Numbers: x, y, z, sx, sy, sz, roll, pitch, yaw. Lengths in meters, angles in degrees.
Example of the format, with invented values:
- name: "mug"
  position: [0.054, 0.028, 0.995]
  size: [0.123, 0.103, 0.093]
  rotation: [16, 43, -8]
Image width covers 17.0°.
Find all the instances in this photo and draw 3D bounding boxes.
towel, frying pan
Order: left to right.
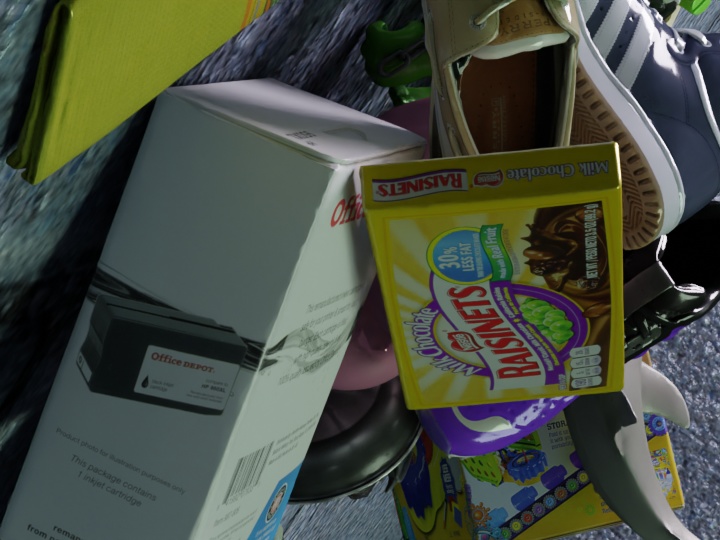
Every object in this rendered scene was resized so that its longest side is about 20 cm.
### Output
- name: "towel"
  position: [-0.055, -0.110, 0.863]
  size: [0.200, 0.018, 0.086]
  rotation: [-44, 161, -43]
- name: "frying pan"
  position: [-0.013, 0.040, 1.212]
  size: [0.031, 0.115, 0.190]
  rotation: [77, 27, -45]

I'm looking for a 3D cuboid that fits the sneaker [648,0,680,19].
- name: "sneaker"
  position: [0.097, -0.176, 1.231]
  size: [0.075, 0.081, 0.200]
  rotation: [-23, 161, 19]

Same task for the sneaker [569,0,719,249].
- name: "sneaker"
  position: [0.119, -0.117, 1.124]
  size: [0.108, 0.200, 0.070]
  rotation: [-25, 180, -36]

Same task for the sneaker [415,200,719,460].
- name: "sneaker"
  position: [0.115, 0.019, 1.179]
  size: [0.200, 0.070, 0.100]
  rotation: [-34, -177, -25]

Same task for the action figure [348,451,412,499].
- name: "action figure"
  position: [-0.046, 0.089, 1.300]
  size: [0.200, 0.130, 0.069]
  rotation: [-28, 121, -62]

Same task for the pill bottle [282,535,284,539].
- name: "pill bottle"
  position: [-0.110, 0.225, 1.479]
  size: [0.112, 0.112, 0.200]
  rotation: [-46, 167, -41]

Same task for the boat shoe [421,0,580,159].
- name: "boat shoe"
  position: [0.060, -0.108, 0.995]
  size: [0.075, 0.068, 0.200]
  rotation: [-15, 116, -13]

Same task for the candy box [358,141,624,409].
- name: "candy box"
  position: [0.060, 0.007, 1.012]
  size: [0.200, 0.102, 0.026]
  rotation: [76, 12, -63]

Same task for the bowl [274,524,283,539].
- name: "bowl"
  position: [-0.090, 0.185, 1.308]
  size: [0.200, 0.200, 0.108]
  rotation: [101, -1, -68]

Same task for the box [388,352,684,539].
- name: "box"
  position: [0.083, 0.060, 1.395]
  size: [0.122, 0.193, 0.200]
  rotation: [-11, 174, -12]

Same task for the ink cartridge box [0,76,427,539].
- name: "ink cartridge box"
  position: [-0.058, 0.025, 1.005]
  size: [0.200, 0.084, 0.145]
  rotation: [-68, 168, 12]

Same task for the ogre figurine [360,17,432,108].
- name: "ogre figurine"
  position: [0.094, -0.083, 1.217]
  size: [0.120, 0.200, 0.098]
  rotation: [-34, -156, 11]

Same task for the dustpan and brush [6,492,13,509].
- name: "dustpan and brush"
  position: [-0.115, 0.083, 1.170]
  size: [0.200, 0.057, 0.140]
  rotation: [-39, 155, -38]

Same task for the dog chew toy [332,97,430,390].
- name: "dog chew toy"
  position: [0.000, 0.000, 1.138]
  size: [0.200, 0.125, 0.125]
  rotation: [-25, 178, 16]

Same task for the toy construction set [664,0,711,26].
- name: "toy construction set"
  position: [0.188, -0.227, 1.404]
  size: [0.131, 0.092, 0.200]
  rotation: [34, 82, -55]

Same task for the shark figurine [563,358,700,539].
- name: "shark figurine"
  position: [0.150, 0.093, 1.258]
  size: [0.128, 0.215, 0.090]
  rotation: [-26, 176, -11]
